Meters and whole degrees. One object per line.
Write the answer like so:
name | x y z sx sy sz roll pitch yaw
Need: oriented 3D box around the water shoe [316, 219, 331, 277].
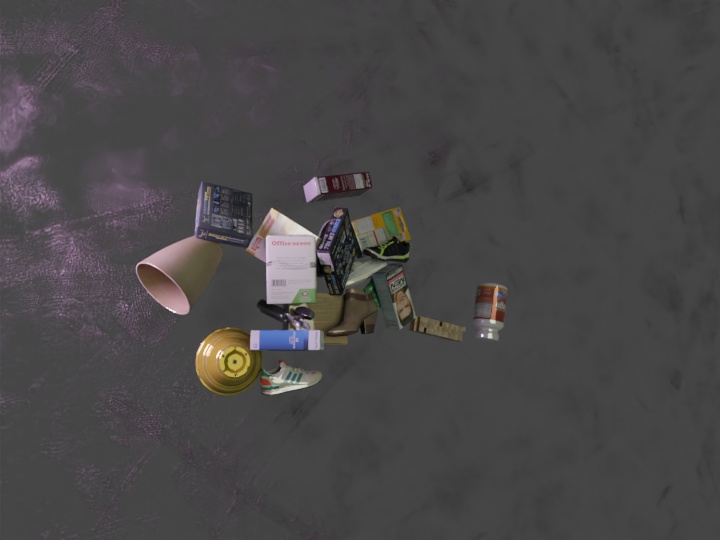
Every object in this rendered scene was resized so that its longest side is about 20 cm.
water shoe | -0.101 -0.072 1.764 0.071 0.079 0.200 18 76 -22

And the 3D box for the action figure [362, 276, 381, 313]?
action figure | 0.038 0.086 1.821 0.118 0.055 0.200 38 66 -14

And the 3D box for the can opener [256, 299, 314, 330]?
can opener | -0.223 0.129 1.630 0.067 0.200 0.053 -57 147 -28

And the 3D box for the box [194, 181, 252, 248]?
box | -0.402 -0.166 1.603 0.158 0.051 0.200 12 45 -24

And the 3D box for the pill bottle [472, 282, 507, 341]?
pill bottle | 0.471 0.153 1.978 0.112 0.112 0.200 14 78 -22

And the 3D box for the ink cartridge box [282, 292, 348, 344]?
ink cartridge box | -0.142 0.153 1.717 0.200 0.075 0.165 4 83 -25

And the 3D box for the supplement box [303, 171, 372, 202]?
supplement box | -0.074 -0.276 1.788 0.200 0.109 0.061 -11 87 -26

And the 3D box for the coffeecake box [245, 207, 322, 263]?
coffeecake box | -0.228 -0.077 1.676 0.200 0.073 0.154 32 91 -12

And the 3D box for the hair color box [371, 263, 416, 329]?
hair color box | 0.114 0.087 1.813 0.099 0.061 0.200 -31 112 -42

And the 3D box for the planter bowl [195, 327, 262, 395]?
planter bowl | -0.375 0.267 1.590 0.200 0.083 0.201 4 82 -25

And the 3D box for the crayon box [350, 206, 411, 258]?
crayon box | 0.063 -0.131 1.863 0.200 0.052 0.126 -20 92 -25

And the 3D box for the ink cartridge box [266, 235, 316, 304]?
ink cartridge box | -0.205 -0.005 1.605 0.146 0.084 0.200 0 94 -10

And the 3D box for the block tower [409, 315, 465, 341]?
block tower | 0.272 0.207 1.912 0.200 0.054 0.058 13 78 -22

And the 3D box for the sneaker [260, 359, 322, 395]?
sneaker | -0.213 0.317 1.664 0.200 0.070 0.094 -9 93 -23

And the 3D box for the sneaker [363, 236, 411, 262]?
sneaker | 0.090 -0.077 1.805 0.200 0.072 0.083 3 103 -44

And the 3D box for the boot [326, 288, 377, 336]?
boot | -0.029 0.129 1.702 0.200 0.070 0.146 2 77 -41

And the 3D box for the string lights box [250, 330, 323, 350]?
string lights box | -0.211 0.206 1.586 0.200 0.103 0.059 -1 81 2

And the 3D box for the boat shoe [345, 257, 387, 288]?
boat shoe | 0.000 0.000 1.809 0.200 0.072 0.069 -28 82 -24

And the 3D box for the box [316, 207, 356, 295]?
box | -0.069 -0.059 1.693 0.050 0.199 0.200 6 49 15

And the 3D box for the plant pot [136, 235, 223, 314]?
plant pot | -0.491 -0.011 1.537 0.187 0.187 0.200 47 52 -12
